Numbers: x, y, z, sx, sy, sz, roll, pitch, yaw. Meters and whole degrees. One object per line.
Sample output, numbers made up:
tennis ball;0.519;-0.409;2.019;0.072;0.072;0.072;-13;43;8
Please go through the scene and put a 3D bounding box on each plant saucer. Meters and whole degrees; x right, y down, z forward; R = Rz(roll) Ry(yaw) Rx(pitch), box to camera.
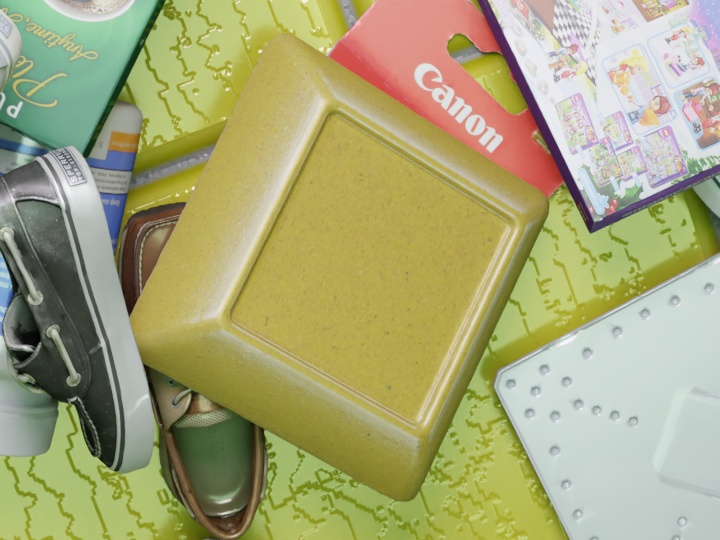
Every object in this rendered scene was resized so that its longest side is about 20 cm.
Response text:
plant saucer;0.000;0.000;1.227;0.200;0.048;0.201;30;78;-22

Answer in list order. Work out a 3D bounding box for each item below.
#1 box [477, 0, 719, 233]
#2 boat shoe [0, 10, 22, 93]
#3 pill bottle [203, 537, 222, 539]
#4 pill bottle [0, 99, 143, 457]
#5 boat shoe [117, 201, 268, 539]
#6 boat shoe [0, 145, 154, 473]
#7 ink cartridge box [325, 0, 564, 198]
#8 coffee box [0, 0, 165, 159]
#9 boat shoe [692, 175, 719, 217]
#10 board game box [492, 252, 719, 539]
box;0.149;-0.140;1.264;0.136;0.039;0.201;-24;81;-3
boat shoe;-0.228;-0.062;1.110;0.070;0.201;0.072;31;54;-9
pill bottle;-0.113;0.262;1.281;0.113;0.113;0.200;42;91;-11
pill bottle;-0.193;-0.004;1.234;0.112;0.112;0.201;12;96;-8
boat shoe;-0.085;0.061;1.253;0.075;0.074;0.201;-15;116;-7
boat shoe;-0.155;0.029;1.156;0.063;0.071;0.201;-22;127;-17
ink cartridge box;0.025;-0.055;1.288;0.161;0.050;0.200;42;93;-11
coffee box;-0.152;-0.170;1.141;0.123;0.044;0.201;25;94;-3
boat shoe;0.285;-0.041;1.289;0.201;0.086;0.075;31;58;-9
board game box;0.206;0.102;1.343;0.199;0.026;0.201;-28;100;-2
